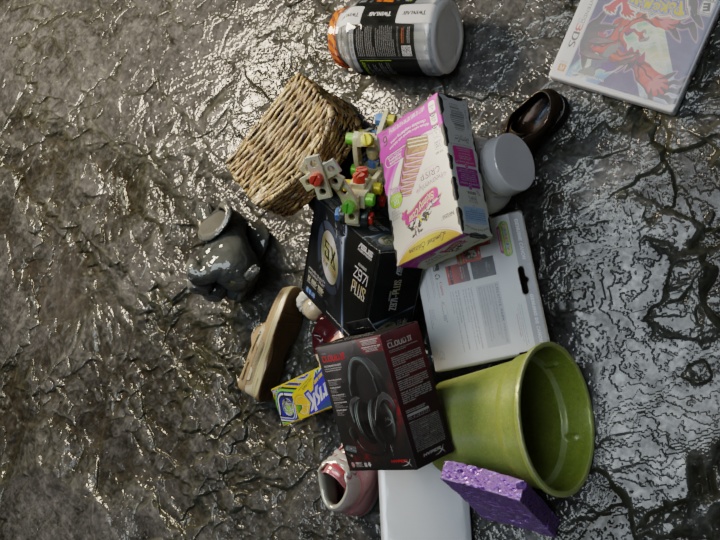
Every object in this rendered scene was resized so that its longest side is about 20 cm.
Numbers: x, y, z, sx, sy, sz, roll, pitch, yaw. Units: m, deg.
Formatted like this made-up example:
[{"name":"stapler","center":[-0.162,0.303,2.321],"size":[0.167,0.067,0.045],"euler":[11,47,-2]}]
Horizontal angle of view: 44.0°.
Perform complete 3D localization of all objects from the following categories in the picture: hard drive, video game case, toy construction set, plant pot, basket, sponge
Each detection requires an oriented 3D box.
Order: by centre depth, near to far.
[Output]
[{"name":"sponge","center":[0.188,0.305,1.181],"size":[0.111,0.200,0.030],"euler":[8,66,30]},{"name":"plant pot","center":[0.190,0.209,1.217],"size":[0.183,0.199,0.202],"euler":[-14,74,39]},{"name":"video game case","center":[0.394,-0.336,1.281],"size":[0.199,0.023,0.184],"euler":[25,94,31]},{"name":"toy construction set","center":[-0.004,-0.141,1.283],"size":[0.091,0.200,0.132],"euler":[16,122,27]},{"name":"hard drive","center":[0.093,0.317,1.306],"size":[0.130,0.027,0.202],"euler":[-3,77,3]},{"name":"basket","center":[-0.082,-0.178,1.403],"size":[0.200,0.149,0.143],"euler":[-49,58,12]}]

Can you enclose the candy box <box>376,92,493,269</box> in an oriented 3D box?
[{"name":"candy box","center":[0.096,-0.118,1.207],"size":[0.136,0.061,0.202],"euler":[-28,66,48]}]

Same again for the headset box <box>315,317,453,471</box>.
[{"name":"headset box","center":[0.028,0.163,1.209],"size":[0.148,0.077,0.202],"euler":[-15,91,50]}]

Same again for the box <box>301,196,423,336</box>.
[{"name":"box","center":[0.000,0.000,1.346],"size":[0.200,0.085,0.165],"euler":[43,130,48]}]

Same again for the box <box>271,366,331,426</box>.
[{"name":"box","center":[-0.052,0.181,1.373],"size":[0.200,0.070,0.065],"euler":[-31,78,47]}]

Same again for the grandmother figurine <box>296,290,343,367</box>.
[{"name":"grandmother figurine","center":[-0.035,0.105,1.431],"size":[0.121,0.061,0.200],"euler":[-44,65,7]}]

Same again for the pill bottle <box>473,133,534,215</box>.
[{"name":"pill bottle","center":[0.149,-0.125,1.280],"size":[0.199,0.111,0.113],"euler":[-18,70,50]}]

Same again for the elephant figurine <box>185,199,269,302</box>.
[{"name":"elephant figurine","center":[-0.233,-0.057,1.545],"size":[0.153,0.142,0.202],"euler":[3,64,2]}]

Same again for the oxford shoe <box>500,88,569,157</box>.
[{"name":"oxford shoe","center":[0.223,-0.184,1.316],"size":[0.073,0.084,0.201],"euler":[37,105,26]}]

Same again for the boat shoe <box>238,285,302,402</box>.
[{"name":"boat shoe","center":[-0.155,0.116,1.490],"size":[0.064,0.071,0.202],"euler":[22,93,31]}]

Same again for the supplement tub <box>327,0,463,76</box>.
[{"name":"supplement tub","center":[0.054,-0.374,1.430],"size":[0.198,0.122,0.124],"euler":[8,85,30]}]

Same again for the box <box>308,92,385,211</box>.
[{"name":"box","center":[-0.033,-0.172,1.488],"size":[0.160,0.044,0.200],"euler":[-47,61,15]}]

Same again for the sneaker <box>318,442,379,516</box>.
[{"name":"sneaker","center":[-0.001,0.277,1.350],"size":[0.075,0.104,0.202],"euler":[18,90,37]}]

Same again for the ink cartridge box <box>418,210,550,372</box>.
[{"name":"ink cartridge box","center":[0.181,0.031,1.288],"size":[0.174,0.084,0.202],"euler":[-14,81,25]}]
